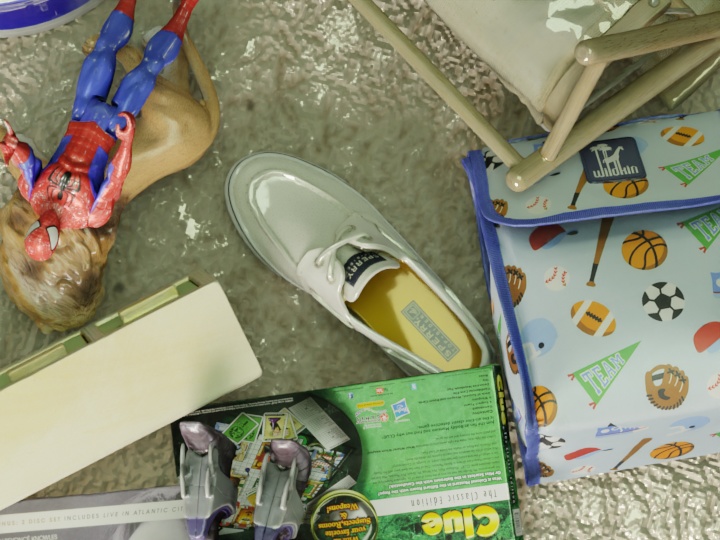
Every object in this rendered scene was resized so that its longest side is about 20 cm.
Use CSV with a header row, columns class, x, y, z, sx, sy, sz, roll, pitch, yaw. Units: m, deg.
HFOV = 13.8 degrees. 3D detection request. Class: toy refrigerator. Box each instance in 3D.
class,x,y,z,sx,sy,sz,roll,pitch,yaw
toy refrigerator,-0.164,0.071,1.728,0.200,0.076,0.070,-27,100,-7

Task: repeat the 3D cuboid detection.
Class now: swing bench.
class,x,y,z,sx,sy,sz,roll,pitch,yaw
swing bench,0.113,-0.184,1.732,0.200,0.130,0.199,-28,67,-38

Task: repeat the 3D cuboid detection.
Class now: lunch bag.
class,x,y,z,sx,sy,sz,roll,pitch,yaw
lunch bag,0.156,0.005,1.735,0.170,0.124,0.200,-8,66,-2

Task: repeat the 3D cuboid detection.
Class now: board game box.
class,x,y,z,sx,sy,sz,roll,pitch,yaw
board game box,-0.010,0.118,1.730,0.200,0.023,0.105,-8,84,16

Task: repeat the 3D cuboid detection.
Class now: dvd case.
class,x,y,z,sx,sy,sz,roll,pitch,yaw
dvd case,-0.155,0.229,1.727,0.149,0.016,0.200,-6,81,16

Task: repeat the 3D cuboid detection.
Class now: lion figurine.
class,x,y,z,sx,sy,sz,roll,pitch,yaw
lion figurine,-0.145,-0.064,1.760,0.200,0.072,0.122,-42,70,1

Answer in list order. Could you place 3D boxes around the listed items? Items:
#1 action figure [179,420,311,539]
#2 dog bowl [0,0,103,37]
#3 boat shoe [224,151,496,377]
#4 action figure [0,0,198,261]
class,x,y,z,sx,sy,sz,roll,pitch,yaw
action figure,-0.079,0.190,1.664,0.130,0.069,0.200,5,69,5
dog bowl,-0.220,-0.245,1.787,0.200,0.079,0.200,0,81,0
boat shoe,0.000,0.000,1.756,0.200,0.070,0.071,45,83,5
action figure,-0.149,-0.102,1.697,0.065,0.099,0.200,21,75,6
